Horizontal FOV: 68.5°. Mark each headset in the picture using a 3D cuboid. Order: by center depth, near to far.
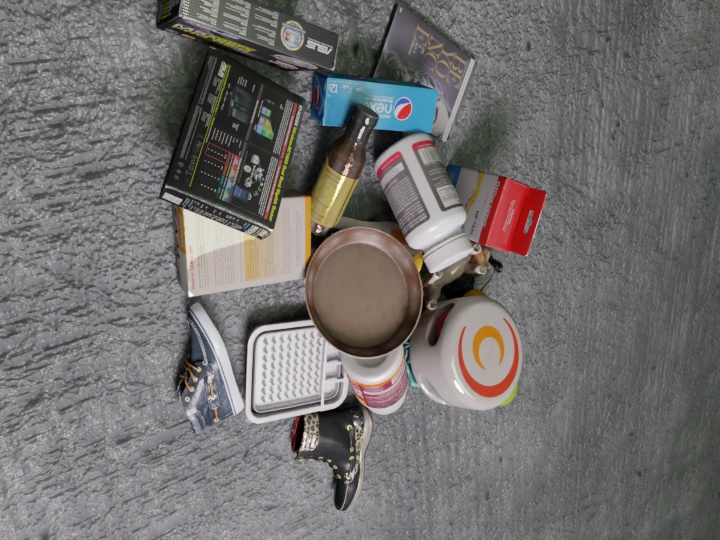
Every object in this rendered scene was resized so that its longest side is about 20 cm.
[{"bbox_3d":[0.202,0.042,1.069,0.197,0.095,0.125,-35,128,0],"label":"headset"}]

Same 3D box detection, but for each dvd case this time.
[{"bbox_3d":[0.109,-0.330,0.908,0.195,0.016,0.154,18,95,-35],"label":"dvd case"}]

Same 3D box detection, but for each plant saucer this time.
[{"bbox_3d":[0.004,0.035,0.836,0.192,0.034,0.209,4,76,-14],"label":"plant saucer"}]

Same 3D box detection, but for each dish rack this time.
[{"bbox_3d":[-0.109,0.163,0.916,0.193,0.043,0.179,-4,108,-31],"label":"dish rack"}]

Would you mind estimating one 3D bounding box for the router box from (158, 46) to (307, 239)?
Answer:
[{"bbox_3d":[-0.166,-0.166,0.708,0.146,0.061,0.208,21,72,-26],"label":"router box"}]

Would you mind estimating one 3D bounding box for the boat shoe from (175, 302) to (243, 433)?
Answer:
[{"bbox_3d":[-0.246,0.156,0.809,0.089,0.070,0.207,-26,120,-26],"label":"boat shoe"}]

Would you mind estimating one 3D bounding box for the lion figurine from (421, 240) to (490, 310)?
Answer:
[{"bbox_3d":[0.161,0.005,0.966,0.194,0.122,0.075,-25,94,-9],"label":"lion figurine"}]

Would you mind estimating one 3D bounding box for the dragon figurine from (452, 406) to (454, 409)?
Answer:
[{"bbox_3d":[0.222,0.232,1.090,0.096,0.200,0.061,16,96,4],"label":"dragon figurine"}]

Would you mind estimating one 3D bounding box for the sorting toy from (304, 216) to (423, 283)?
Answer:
[{"bbox_3d":[0.000,0.000,0.916,0.175,0.107,0.207,22,94,-15],"label":"sorting toy"}]

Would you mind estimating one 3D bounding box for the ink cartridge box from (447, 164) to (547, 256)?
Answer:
[{"bbox_3d":[0.222,-0.110,0.939,0.065,0.199,0.121,10,101,-32],"label":"ink cartridge box"}]

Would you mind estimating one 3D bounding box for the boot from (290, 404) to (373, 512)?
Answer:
[{"bbox_3d":[-0.064,0.351,0.991,0.149,0.073,0.212,8,97,-30],"label":"boot"}]

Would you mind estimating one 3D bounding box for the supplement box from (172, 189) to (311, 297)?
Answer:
[{"bbox_3d":[-0.173,-0.047,0.788,0.193,0.073,0.132,-8,109,-31],"label":"supplement box"}]

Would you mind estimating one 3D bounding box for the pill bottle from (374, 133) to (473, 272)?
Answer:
[{"bbox_3d":[0.107,-0.107,0.868,0.108,0.111,0.206,-20,80,-23],"label":"pill bottle"}]

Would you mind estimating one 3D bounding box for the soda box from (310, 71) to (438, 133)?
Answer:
[{"bbox_3d":[0.023,-0.263,0.832,0.192,0.064,0.070,-3,117,-25],"label":"soda box"}]

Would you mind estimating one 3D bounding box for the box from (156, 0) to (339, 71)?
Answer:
[{"bbox_3d":[-0.145,-0.303,0.670,0.194,0.159,0.046,6,105,-33],"label":"box"}]

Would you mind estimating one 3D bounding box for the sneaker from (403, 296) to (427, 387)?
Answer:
[{"bbox_3d":[0.102,0.129,0.997,0.074,0.092,0.207,-11,114,7],"label":"sneaker"}]

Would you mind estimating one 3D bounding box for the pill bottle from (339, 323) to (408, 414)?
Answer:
[{"bbox_3d":[0.030,0.177,0.929,0.109,0.109,0.202,-39,150,-15],"label":"pill bottle"}]

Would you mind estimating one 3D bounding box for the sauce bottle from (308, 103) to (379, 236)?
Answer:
[{"bbox_3d":[-0.030,-0.151,0.810,0.063,0.066,0.204,10,123,-33],"label":"sauce bottle"}]

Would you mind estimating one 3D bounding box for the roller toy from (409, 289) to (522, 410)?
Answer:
[{"bbox_3d":[0.181,0.141,0.934,0.176,0.138,0.209,-6,85,-28],"label":"roller toy"}]
